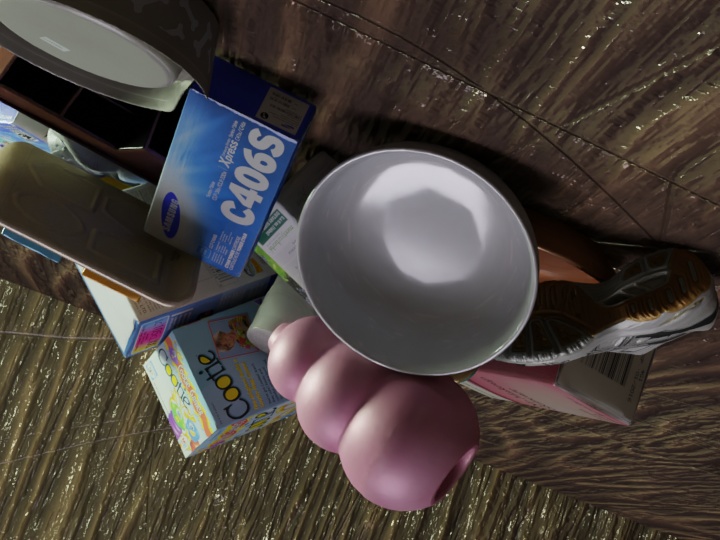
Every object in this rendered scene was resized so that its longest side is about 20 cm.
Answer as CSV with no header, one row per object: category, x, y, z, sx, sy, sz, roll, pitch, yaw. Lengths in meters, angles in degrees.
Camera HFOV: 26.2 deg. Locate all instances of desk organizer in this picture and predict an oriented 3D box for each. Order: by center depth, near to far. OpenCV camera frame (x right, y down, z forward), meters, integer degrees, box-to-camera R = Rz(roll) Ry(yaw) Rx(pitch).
desk organizer,-0.217,-0.145,1.316,0.200,0.072,0.077,29,164,-37

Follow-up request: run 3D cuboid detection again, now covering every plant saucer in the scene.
plant saucer,0.136,-0.020,1.363,0.200,0.038,0.200,19,169,4

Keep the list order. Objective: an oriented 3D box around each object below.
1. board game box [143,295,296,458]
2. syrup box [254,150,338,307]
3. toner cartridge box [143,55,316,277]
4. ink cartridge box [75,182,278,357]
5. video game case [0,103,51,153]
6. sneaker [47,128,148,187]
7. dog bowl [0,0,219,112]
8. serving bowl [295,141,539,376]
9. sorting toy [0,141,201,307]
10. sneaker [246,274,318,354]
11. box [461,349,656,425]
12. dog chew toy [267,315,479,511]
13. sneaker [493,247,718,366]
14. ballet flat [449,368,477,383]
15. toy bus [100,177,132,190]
board game box,-0.088,0.087,1.482,0.200,0.105,0.103,-20,168,-30
syrup box,0.000,0.000,1.367,0.200,0.081,0.079,45,145,-3
toner cartridge box,-0.110,-0.081,1.266,0.095,0.043,0.200,27,143,-1
ink cartridge box,-0.159,-0.019,1.473,0.137,0.200,0.076,60,150,17
video game case,-0.352,-0.141,1.654,0.200,0.046,0.181,10,166,43
sneaker,-0.263,-0.128,1.461,0.114,0.076,0.200,12,169,28
dog bowl,-0.193,-0.183,1.115,0.200,0.059,0.200,20,169,4
serving bowl,0.052,-0.017,1.249,0.200,0.201,0.066,19,-150,11
sorting toy,-0.234,-0.037,1.337,0.200,0.037,0.185,23,-161,-10
sneaker,0.005,0.054,1.435,0.200,0.116,0.074,29,151,-12
box,0.177,0.073,1.550,0.128,0.109,0.200,28,167,-37
dog chew toy,0.003,0.113,1.318,0.200,0.125,0.125,36,174,17
sneaker,0.201,0.048,1.285,0.200,0.076,0.088,-14,148,22
ballet flat,0.034,0.056,1.510,0.200,0.069,0.063,24,158,48
toy bus,-0.217,-0.066,1.607,0.200,0.065,0.078,11,144,-24
